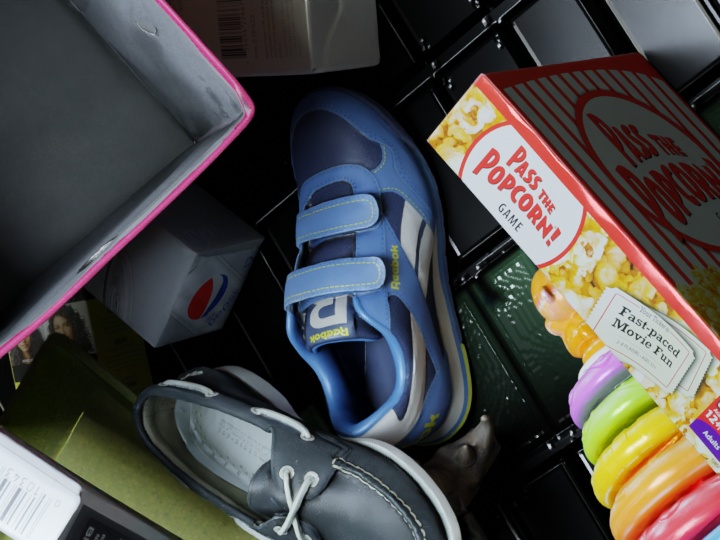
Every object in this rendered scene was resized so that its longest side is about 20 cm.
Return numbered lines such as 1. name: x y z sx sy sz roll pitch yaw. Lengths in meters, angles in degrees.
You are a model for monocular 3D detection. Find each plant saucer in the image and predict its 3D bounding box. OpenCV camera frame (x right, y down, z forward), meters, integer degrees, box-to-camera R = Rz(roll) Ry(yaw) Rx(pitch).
1. plant saucer: -0.136 0.166 1.161 0.200 0.048 0.200 38 110 15

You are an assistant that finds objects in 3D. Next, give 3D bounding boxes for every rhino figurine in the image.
1. rhino figurine: 0.020 0.151 1.082 0.060 0.087 0.200 43 120 20

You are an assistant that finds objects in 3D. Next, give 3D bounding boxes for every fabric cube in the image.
1. fabric cube: -0.196 -0.076 0.987 0.196 0.199 0.200 -43 97 -10

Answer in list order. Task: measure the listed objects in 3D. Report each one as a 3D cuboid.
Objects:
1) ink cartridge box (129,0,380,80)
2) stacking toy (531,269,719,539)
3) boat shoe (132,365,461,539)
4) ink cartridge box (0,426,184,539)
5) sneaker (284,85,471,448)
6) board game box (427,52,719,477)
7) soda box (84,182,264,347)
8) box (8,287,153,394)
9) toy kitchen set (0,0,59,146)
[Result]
1. ink cartridge box: -0.092 -0.164 1.115 0.200 0.067 0.116 2 101 34
2. stacking toy: 0.142 0.072 0.990 0.110 0.116 0.200 -47 58 27
3. boat shoe: -0.037 0.109 1.033 0.200 0.060 0.076 23 109 40
4. ink cartridge box: -0.194 0.096 1.044 0.198 0.200 0.043 29 82 18
5. sneaker: 0.000 0.000 1.073 0.074 0.082 0.200 -18 87 38
6. board game box: 0.143 -0.010 0.929 0.200 0.151 0.046 49 122 17
7. soda box: -0.154 -0.042 1.183 0.200 0.063 0.068 39 118 23
8. box: -0.158 0.104 1.220 0.075 0.050 0.200 -8 95 33
9. toy kitchen set: -0.250 -0.091 1.170 0.200 0.180 0.163 35 83 -11
